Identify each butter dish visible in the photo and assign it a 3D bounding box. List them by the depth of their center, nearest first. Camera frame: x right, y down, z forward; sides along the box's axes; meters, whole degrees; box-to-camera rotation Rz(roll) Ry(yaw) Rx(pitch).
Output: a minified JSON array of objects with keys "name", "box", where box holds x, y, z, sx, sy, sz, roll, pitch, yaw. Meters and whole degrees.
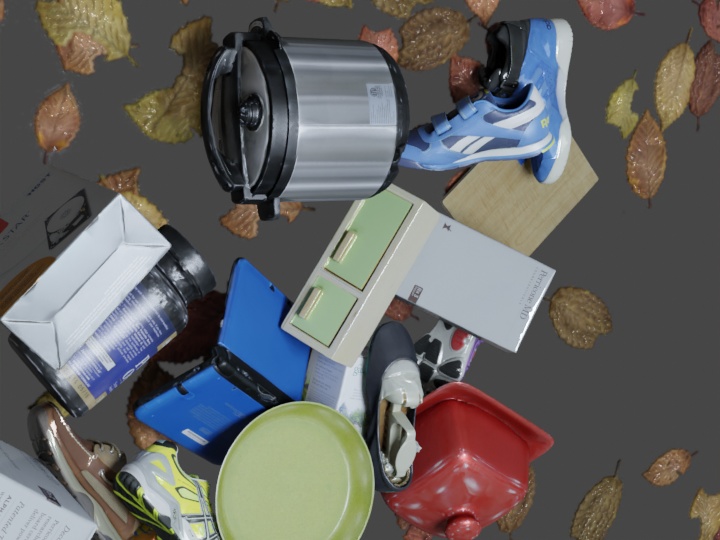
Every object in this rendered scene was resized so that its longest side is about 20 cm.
[{"name":"butter dish","box":[0.113,0.256,1.500,0.199,0.148,0.200,-36,129,28]}]

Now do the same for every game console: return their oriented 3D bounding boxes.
[{"name":"game console","box":[-0.145,0.106,1.377,0.171,0.118,0.200,-29,147,9]}]

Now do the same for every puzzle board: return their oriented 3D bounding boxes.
[{"name":"puzzle board","box":[0.203,-0.103,1.585,0.200,0.017,0.151,-47,120,-15]}]

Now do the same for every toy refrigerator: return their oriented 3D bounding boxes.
[{"name":"toy refrigerator","box":[0.000,0.000,1.388,0.200,0.076,0.070,-59,155,0]}]

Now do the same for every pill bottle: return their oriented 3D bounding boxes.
[{"name":"pill bottle","box":[-0.250,0.046,1.284,0.200,0.112,0.112,-41,119,-16]}]

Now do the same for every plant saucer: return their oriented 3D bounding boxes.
[{"name":"plant saucer","box":[-0.076,0.243,1.377,0.200,0.031,0.200,0,90,-32]}]

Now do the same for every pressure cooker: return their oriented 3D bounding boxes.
[{"name":"pressure cooker","box":[-0.071,-0.159,1.302,0.200,0.176,0.179,-4,138,-28]}]

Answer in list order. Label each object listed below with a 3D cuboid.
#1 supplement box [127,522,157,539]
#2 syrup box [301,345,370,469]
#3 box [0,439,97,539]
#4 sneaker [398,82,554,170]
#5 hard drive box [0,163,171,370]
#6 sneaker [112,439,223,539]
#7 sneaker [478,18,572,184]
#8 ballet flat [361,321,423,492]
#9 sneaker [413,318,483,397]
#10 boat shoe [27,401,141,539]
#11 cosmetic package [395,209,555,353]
[{"name":"supplement box","box":[-0.173,0.332,1.428,0.200,0.069,0.067,43,76,-29]},{"name":"syrup box","box":[-0.026,0.187,1.474,0.079,0.081,0.200,11,94,-36]},{"name":"box","box":[-0.387,0.266,1.199,0.131,0.199,0.200,39,80,-33]},{"name":"sneaker","box":[0.122,-0.168,1.452,0.200,0.074,0.082,-10,118,0]},{"name":"hard drive box","box":[-0.291,-0.009,1.192,0.156,0.200,0.077,-49,121,-13]},{"name":"sneaker","box":[-0.178,0.264,1.332,0.076,0.075,0.200,-51,127,-32]},{"name":"sneaker","box":[0.193,-0.203,1.511,0.111,0.077,0.200,-3,103,-18]},{"name":"ballet flat","box":[0.043,0.160,1.422,0.073,0.073,0.200,-1,102,-32]},{"name":"sneaker","box":[0.119,0.097,1.548,0.200,0.081,0.083,-58,154,5]},{"name":"boat shoe","box":[-0.287,0.210,1.329,0.072,0.076,0.200,-37,127,-23]},{"name":"cosmetic package","box":[0.113,0.006,1.461,0.200,0.081,0.113,24,87,3]}]
